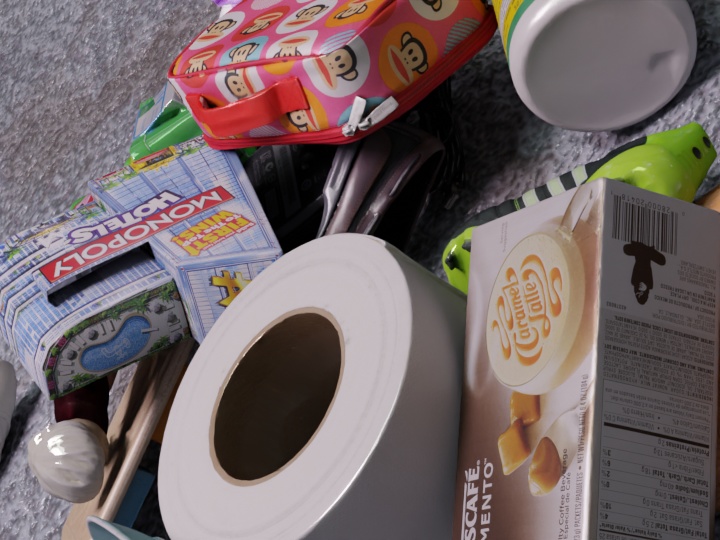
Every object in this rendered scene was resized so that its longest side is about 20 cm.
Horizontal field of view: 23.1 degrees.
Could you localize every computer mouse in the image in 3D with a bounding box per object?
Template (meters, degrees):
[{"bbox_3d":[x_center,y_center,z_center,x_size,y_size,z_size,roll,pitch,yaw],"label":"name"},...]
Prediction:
[{"bbox_3d":[-0.007,-0.067,1.218,0.199,0.053,0.139,-27,52,26],"label":"computer mouse"}]

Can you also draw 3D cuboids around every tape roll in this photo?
[{"bbox_3d":[0.001,0.098,0.985,0.202,0.139,0.203,-32,41,33],"label":"tape roll"}]

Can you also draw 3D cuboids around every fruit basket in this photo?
[{"bbox_3d":[-0.172,-0.060,1.338,0.200,0.094,0.185,-35,20,12],"label":"fruit basket"}]

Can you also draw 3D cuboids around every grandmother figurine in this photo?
[{"bbox_3d":[-0.185,0.078,1.187,0.060,0.122,0.200,-11,35,6],"label":"grandmother figurine"}]

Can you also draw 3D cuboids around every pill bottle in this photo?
[{"bbox_3d":[0.132,-0.189,1.082,0.113,0.113,0.201,-38,37,26],"label":"pill bottle"}]

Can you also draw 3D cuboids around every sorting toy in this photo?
[{"bbox_3d":[-0.155,0.119,1.207,0.185,0.036,0.201,174,116,-77],"label":"sorting toy"}]

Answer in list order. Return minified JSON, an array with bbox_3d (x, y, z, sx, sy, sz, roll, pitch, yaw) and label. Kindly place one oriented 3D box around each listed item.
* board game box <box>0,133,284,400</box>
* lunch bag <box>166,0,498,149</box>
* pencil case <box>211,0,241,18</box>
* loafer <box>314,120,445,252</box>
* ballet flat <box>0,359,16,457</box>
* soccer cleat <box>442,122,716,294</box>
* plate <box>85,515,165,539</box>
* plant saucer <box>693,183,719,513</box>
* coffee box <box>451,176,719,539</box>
[{"bbox_3d":[-0.129,-0.002,1.110,0.199,0.062,0.200,-25,30,-18],"label":"board game box"},{"bbox_3d":[-0.028,-0.139,1.124,0.176,0.082,0.200,-43,26,-30],"label":"lunch bag"},{"bbox_3d":[-0.027,-0.189,1.310,0.199,0.086,0.084,-3,34,48],"label":"pencil case"},{"bbox_3d":[0.000,0.000,1.119,0.063,0.072,0.201,15,90,22],"label":"loafer"},{"bbox_3d":[-0.332,0.163,1.438,0.200,0.069,0.070,-51,33,16],"label":"ballet flat"},{"bbox_3d":[0.124,-0.027,1.011,0.081,0.068,0.200,-40,8,-37],"label":"soccer cleat"},{"bbox_3d":[-0.079,0.206,0.965,0.026,0.201,0.200,-38,29,-18],"label":"plate"},{"bbox_3d":[0.203,0.024,0.887,0.200,0.032,0.201,-32,40,32],"label":"plant saucer"},{"bbox_3d":[0.111,0.069,0.870,0.114,0.079,0.201,-21,59,57],"label":"coffee box"}]
